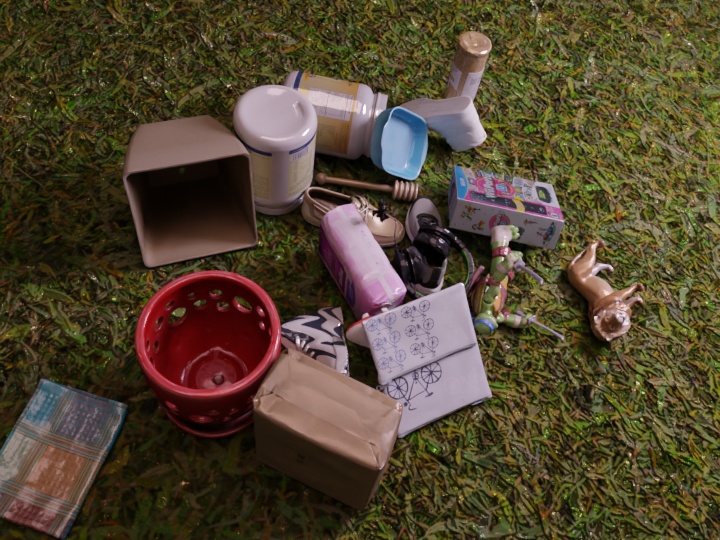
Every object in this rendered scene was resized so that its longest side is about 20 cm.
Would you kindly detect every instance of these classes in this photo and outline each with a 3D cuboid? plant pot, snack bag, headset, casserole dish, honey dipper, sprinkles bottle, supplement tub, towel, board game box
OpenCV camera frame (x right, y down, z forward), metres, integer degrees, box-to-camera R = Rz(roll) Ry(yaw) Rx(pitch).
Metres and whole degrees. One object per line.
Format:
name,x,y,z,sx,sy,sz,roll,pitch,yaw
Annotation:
plant pot,-0.215,0.129,1.002,0.197,0.183,0.203,4,57,-6
snack bag,0.107,0.141,1.067,0.186,0.021,0.203,-18,99,-21
plant pot,-0.299,-0.156,1.181,0.197,0.202,0.178,-13,48,-15
headset,0.098,-0.032,1.123,0.123,0.094,0.200,-41,73,-13
casserole dish,0.072,-0.241,1.302,0.038,0.199,0.123,15,96,28
honey dipper,0.011,-0.162,1.318,0.197,0.038,0.038,8,56,0
sprinkles bottle,0.208,-0.380,1.389,0.067,0.201,0.069,4,55,-6
supplement tub,-0.054,-0.296,1.330,0.197,0.145,0.146,11,56,-1
supplement tub,-0.153,-0.209,1.224,0.143,0.201,0.147,4,56,-6
towel,-0.438,0.262,0.981,0.145,0.022,0.202,16,56,3
board game box,0.265,-0.121,1.283,0.197,0.065,0.148,10,33,-1

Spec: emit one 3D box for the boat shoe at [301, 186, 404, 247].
boat shoe,-0.012,-0.100,1.253,0.197,0.065,0.073,19,56,2

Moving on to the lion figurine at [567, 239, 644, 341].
lion figurine,0.427,0.035,1.237,0.121,0.073,0.201,-25,48,-8

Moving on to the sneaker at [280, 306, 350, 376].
sneaker,-0.083,0.134,1.065,0.128,0.080,0.200,-8,39,-2

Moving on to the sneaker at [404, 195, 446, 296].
sneaker,0.126,-0.056,1.233,0.073,0.080,0.202,6,56,-13

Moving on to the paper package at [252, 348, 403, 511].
paper package,-0.048,0.226,0.953,0.189,0.201,0.104,24,57,9

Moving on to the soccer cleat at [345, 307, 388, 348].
soccer cleat,0.066,0.115,1.092,0.198,0.069,0.086,9,52,-38

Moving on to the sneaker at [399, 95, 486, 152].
sneaker,0.160,-0.289,1.401,0.198,0.116,0.074,11,60,43

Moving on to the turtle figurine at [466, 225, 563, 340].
turtle figurine,0.270,0.024,1.172,0.143,0.199,0.196,36,47,-25

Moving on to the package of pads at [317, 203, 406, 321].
package of pads,0.000,0.000,1.157,0.075,0.121,0.201,-21,63,-20
